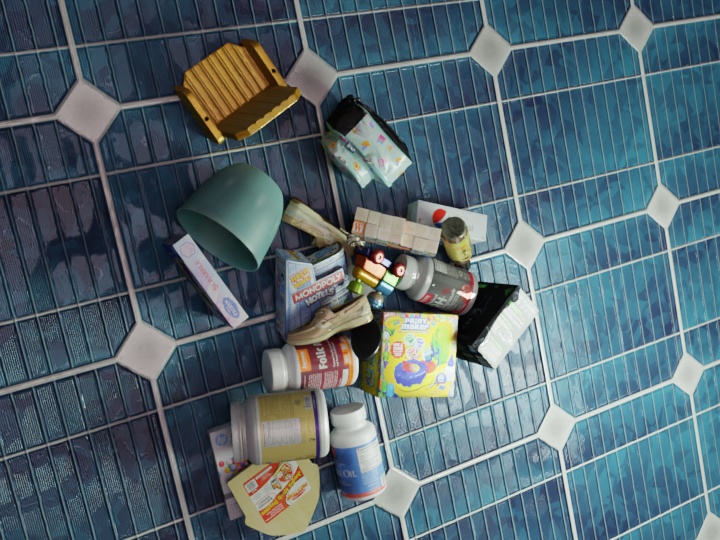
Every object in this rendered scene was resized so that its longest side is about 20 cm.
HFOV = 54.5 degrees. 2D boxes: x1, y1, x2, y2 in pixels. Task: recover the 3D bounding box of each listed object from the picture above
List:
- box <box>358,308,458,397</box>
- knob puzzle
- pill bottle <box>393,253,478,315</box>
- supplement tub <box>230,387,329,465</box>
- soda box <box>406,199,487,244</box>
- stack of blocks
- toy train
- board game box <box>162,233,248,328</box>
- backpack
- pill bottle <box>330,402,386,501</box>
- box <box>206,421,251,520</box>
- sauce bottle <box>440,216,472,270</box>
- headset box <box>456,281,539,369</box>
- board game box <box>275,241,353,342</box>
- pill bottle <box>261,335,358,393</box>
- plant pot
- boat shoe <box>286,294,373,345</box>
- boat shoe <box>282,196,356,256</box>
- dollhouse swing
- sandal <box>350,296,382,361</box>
[{"bbox_3d":[0.112,0.193,1.653,0.197,0.122,0.196,3,90,-23],"label":"box"},{"bbox_3d":[-0.176,0.492,1.548,0.216,0.030,0.224,0,91,-26],"label":"knob puzzle"},{"bbox_3d":[0.174,0.029,1.679,0.198,0.110,0.112,19,85,-22],"label":"pill bottle"},{"bbox_3d":[-0.171,0.329,1.474,0.197,0.145,0.148,-5,94,-9],"label":"supplement tub"},{"bbox_3d":[0.210,-0.116,1.710,0.197,0.063,0.069,10,80,-23],"label":"soda box"},{"bbox_3d":[0.081,-0.085,1.596,0.197,0.115,0.060,14,87,1],"label":"stack of blocks"},{"bbox_3d":[0.000,0.000,1.562,0.199,0.084,0.117,30,83,-35],"label":"toy train"},{"bbox_3d":[-0.320,0.018,1.425,0.041,0.200,0.201,-38,104,-15],"label":"board game box"},{"bbox_3d":[0.014,-0.273,1.570,0.199,0.176,0.154,35,96,-21],"label":"backpack"},{"bbox_3d":[-0.011,0.414,1.614,0.111,0.112,0.203,-15,96,-21],"label":"pill bottle"},{"bbox_3d":[-0.243,0.428,1.556,0.154,0.041,0.203,-14,96,-22],"label":"box"},{"bbox_3d":[0.234,-0.056,1.670,0.064,0.200,0.066,-6,65,13],"label":"sauce bottle"},{"bbox_3d":[0.313,0.123,1.705,0.093,0.174,0.200,46,76,-18],"label":"headset box"},{"bbox_3d":[-0.110,0.027,1.544,0.198,0.062,0.202,-26,128,-20],"label":"board game box"},{"bbox_3d":[-0.114,0.212,1.562,0.197,0.114,0.116,-6,94,-23],"label":"pill bottle"},{"bbox_3d":[-0.254,-0.123,1.457,0.200,0.200,0.162,40,66,-18],"label":"plant pot"},{"bbox_3d":[-0.073,0.108,1.533,0.197,0.071,0.065,-20,101,-11],"label":"boat shoe"},{"bbox_3d":[-0.092,-0.087,1.591,0.199,0.074,0.067,36,94,-20],"label":"boat shoe"},{"bbox_3d":[-0.252,-0.381,1.453,0.199,0.175,0.183,-39,106,-15],"label":"dollhouse swing"},{"bbox_3d":[0.012,0.135,1.578,0.075,0.201,0.048,-27,126,8],"label":"sandal"}]
